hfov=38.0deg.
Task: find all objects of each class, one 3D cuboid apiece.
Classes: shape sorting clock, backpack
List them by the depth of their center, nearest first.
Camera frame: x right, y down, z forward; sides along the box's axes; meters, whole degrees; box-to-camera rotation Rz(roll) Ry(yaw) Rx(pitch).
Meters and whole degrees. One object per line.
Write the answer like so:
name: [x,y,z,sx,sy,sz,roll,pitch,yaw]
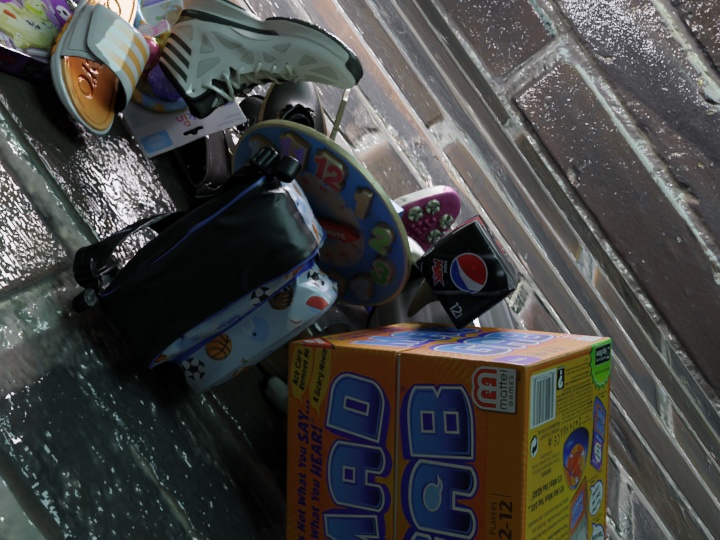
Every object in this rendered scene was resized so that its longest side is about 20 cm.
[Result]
backpack: [-0.104,-0.004,0.849,0.155,0.198,0.191,60,7,-14]
shape sorting clock: [-0.039,-0.046,0.937,0.201,0.199,0.039,52,53,-9]

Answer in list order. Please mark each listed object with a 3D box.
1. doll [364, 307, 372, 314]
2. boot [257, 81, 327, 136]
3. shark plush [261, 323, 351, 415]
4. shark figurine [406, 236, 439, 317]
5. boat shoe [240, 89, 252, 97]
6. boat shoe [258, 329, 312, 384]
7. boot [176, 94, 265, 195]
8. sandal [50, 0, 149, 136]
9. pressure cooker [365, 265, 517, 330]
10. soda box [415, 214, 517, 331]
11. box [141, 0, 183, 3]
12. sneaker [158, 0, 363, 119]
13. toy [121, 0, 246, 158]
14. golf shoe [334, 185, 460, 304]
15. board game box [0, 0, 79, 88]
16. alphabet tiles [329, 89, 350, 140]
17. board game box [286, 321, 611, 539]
doll: [0.036,0.053,1.258,0.200,0.048,0.137,44,17,-45]
boot: [-0.063,-0.150,1.052,0.076,0.139,0.203,5,61,-9]
shark plush: [-0.006,0.149,0.949,0.083,0.090,0.202,-10,71,-53]
shark figurine: [0.019,-0.010,1.051,0.089,0.212,0.130,42,63,-54]
boat shoe: [-0.158,-0.231,1.199,0.070,0.071,0.200,25,-6,2]
boat shoe: [-0.087,0.032,0.991,0.201,0.064,0.071,51,21,-10]
boot: [-0.140,-0.143,1.136,0.173,0.069,0.202,29,35,-51]
sandal: [-0.229,-0.221,0.965,0.079,0.058,0.209,44,39,-45]
pressure cooker: [0.091,0.096,1.123,0.176,0.178,0.201,14,31,-13]
soda box: [0.099,-0.004,0.956,0.071,0.063,0.200,57,9,-1]
box: [-0.256,-0.326,1.182,0.201,0.049,0.158,51,21,-14]
sneaker: [-0.102,-0.182,0.998,0.198,0.117,0.076,20,-16,15]
toy: [-0.207,-0.223,1.053,0.202,0.114,0.047,59,-23,17]
golf shoe: [0.015,-0.046,1.156,0.076,0.198,0.092,55,8,-42]
board game box: [-0.310,-0.226,0.942,0.121,0.032,0.199,58,20,20]
alphabet tiles: [-0.042,-0.112,1.158,0.007,0.202,0.168,17,27,-4]
board game box: [0.075,0.155,0.837,0.199,0.197,0.204,-4,96,-59]
